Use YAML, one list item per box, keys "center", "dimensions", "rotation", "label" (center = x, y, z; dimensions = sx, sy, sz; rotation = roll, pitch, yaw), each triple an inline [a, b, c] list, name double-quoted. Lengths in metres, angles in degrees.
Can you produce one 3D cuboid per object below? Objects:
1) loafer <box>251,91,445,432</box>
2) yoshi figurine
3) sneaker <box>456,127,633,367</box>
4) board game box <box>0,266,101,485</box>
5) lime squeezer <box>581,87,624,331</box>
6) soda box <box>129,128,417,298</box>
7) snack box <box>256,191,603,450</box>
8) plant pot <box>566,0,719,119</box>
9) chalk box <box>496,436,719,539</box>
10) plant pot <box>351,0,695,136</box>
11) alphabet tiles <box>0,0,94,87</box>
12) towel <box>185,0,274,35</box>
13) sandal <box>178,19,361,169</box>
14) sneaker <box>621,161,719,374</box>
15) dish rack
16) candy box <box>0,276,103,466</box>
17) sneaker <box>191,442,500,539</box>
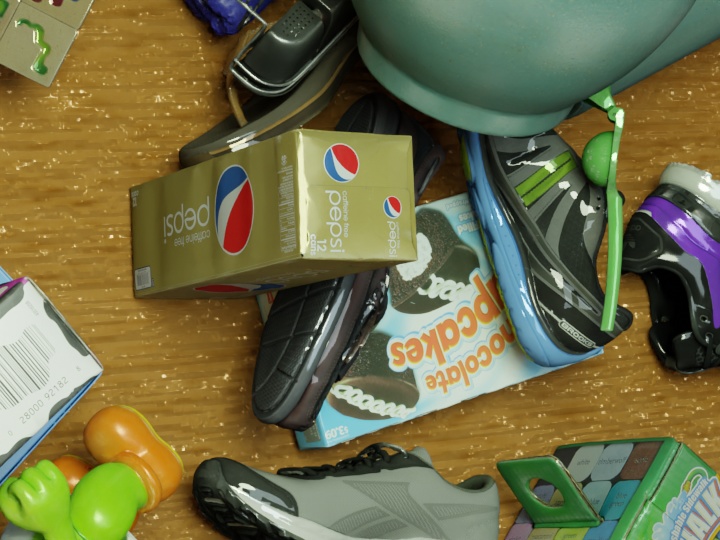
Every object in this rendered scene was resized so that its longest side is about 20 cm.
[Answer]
- center: [0.000, 0.000, 1.201]
  dimensions: [0.063, 0.072, 0.200]
  rotation: [28, 65, -25]
  label: "loafer"
- center: [-0.176, 0.145, 1.075]
  dimensions: [0.200, 0.112, 0.112]
  rotation: [-56, 139, -47]
  label: "yoshi figurine"
- center: [0.104, -0.047, 1.253]
  dimensions: [0.083, 0.071, 0.200]
  rotation: [-16, 91, 0]
  label: "sneaker"
- center: [-0.248, 0.070, 1.108]
  dimensions: [0.151, 0.037, 0.200]
  rotation: [49, 65, -17]
  label: "board game box"
- center: [0.114, -0.069, 1.200]
  dimensions: [0.071, 0.038, 0.200]
  rotation: [-29, 89, -13]
  label: "lime squeezer"
- center: [-0.048, -0.025, 1.140]
  dimensions: [0.068, 0.200, 0.064]
  rotation: [1, 84, -29]
  label: "soda box"
- center: [0.040, 0.021, 1.279]
  dimensions: [0.200, 0.037, 0.116]
  rotation: [-17, 91, -31]
  label: "snack box"
- center: [0.154, -0.198, 1.294]
  dimensions: [0.196, 0.200, 0.200]
  rotation: [-34, 102, -20]
  label: "plant pot"
- center: [0.157, 0.179, 1.281]
  dimensions: [0.200, 0.125, 0.124]
  rotation: [40, 66, -19]
  label: "chalk box"
- center: [0.072, -0.153, 1.115]
  dimensions: [0.200, 0.134, 0.200]
  rotation: [15, 34, -10]
  label: "plant pot"
- center: [-0.201, -0.190, 1.124]
  dimensions: [0.166, 0.006, 0.200]
  rotation: [27, 90, 0]
  label: "alphabet tiles"
- center: [-0.053, -0.239, 1.254]
  dimensions: [0.200, 0.050, 0.148]
  rotation: [-42, 98, -26]
  label: "towel"
- center: [-0.036, -0.121, 1.227]
  dimensions: [0.200, 0.082, 0.055]
  rotation: [-44, 107, -27]
  label: "sandal"
- center: [0.231, 0.034, 1.378]
  dimensions: [0.200, 0.070, 0.100]
  rotation: [44, 72, -14]
  label: "sneaker"
- center: [-0.067, -0.211, 1.180]
  dimensions: [0.200, 0.055, 0.153]
  rotation: [42, 62, -2]
  label: "dish rack"
- center: [-0.228, 0.093, 1.018]
  dimensions: [0.200, 0.136, 0.061]
  rotation: [-46, 106, -26]
  label: "candy box"
- center: [-0.005, 0.128, 1.223]
  dimensions: [0.200, 0.074, 0.079]
  rotation: [18, 78, -33]
  label: "sneaker"
